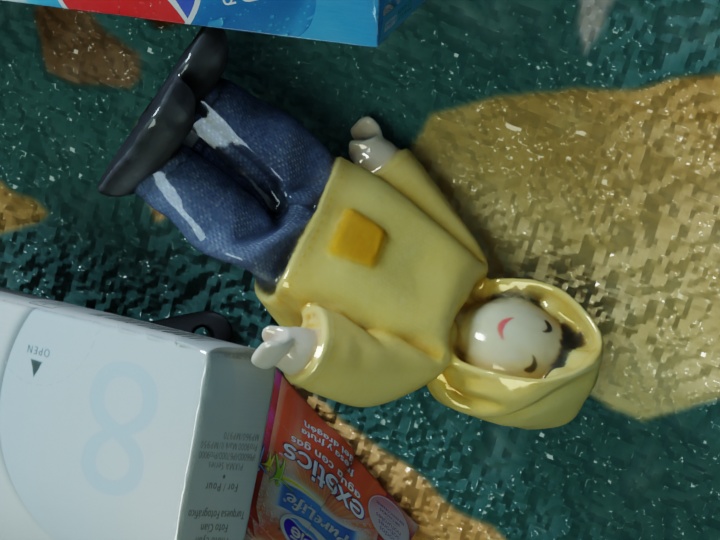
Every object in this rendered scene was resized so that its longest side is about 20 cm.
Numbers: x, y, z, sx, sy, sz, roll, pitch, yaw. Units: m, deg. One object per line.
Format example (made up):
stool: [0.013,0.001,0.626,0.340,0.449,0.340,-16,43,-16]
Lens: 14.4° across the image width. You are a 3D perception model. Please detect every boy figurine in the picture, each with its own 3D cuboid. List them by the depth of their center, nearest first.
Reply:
boy figurine: [0.000,0.000,1.054,0.200,0.124,0.064,36,138,-6]

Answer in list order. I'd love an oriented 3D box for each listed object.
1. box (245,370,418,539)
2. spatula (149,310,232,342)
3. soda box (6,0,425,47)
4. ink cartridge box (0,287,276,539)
box: [-0.086,0.141,1.156,0.200,0.100,0.095,-39,96,29]
spatula: [-0.149,0.046,1.147,0.200,0.021,0.057,-12,94,2]
soda box: [-0.077,-0.132,1.053,0.200,0.068,0.064,8,114,16]
ink cartridge box: [-0.122,0.112,1.073,0.160,0.047,0.200,12,90,36]
